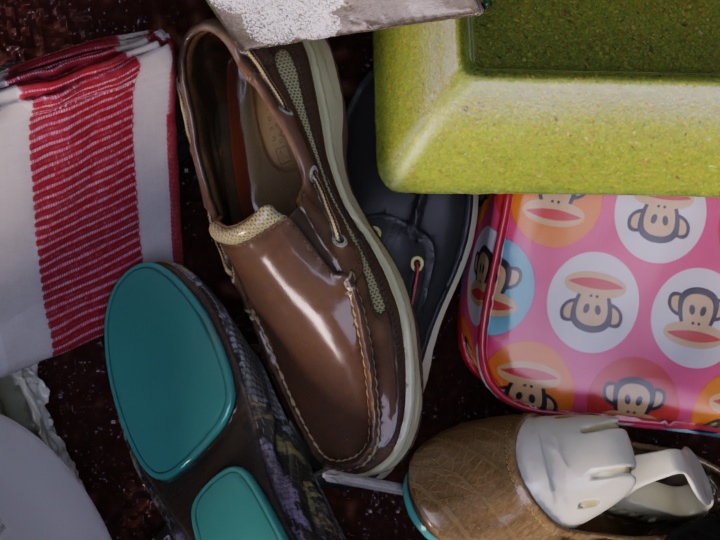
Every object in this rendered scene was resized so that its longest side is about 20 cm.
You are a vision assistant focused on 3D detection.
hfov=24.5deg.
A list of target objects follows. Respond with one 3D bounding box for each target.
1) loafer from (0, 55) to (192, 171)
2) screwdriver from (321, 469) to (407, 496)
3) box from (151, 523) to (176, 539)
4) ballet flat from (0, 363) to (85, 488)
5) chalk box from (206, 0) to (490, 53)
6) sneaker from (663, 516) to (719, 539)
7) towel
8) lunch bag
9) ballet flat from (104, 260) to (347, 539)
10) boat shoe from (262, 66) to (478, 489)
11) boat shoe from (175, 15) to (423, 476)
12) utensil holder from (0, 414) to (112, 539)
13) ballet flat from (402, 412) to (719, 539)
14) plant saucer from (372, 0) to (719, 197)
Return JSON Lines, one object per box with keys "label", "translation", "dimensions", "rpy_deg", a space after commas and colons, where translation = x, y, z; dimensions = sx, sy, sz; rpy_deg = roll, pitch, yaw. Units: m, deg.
{"label": "loafer", "translation": [-0.144, -0.055, 0.706], "dimensions": [0.199, 0.072, 0.073], "rpy_deg": [-24, 75, -30]}
{"label": "screwdriver", "translation": [0.045, 0.101, 0.727], "dimensions": [0.029, 0.199, 0.028], "rpy_deg": [-3, 76, 30]}
{"label": "box", "translation": [-0.125, 0.218, 0.768], "dimensions": [0.075, 0.050, 0.200], "rpy_deg": [41, 90, -28]}
{"label": "ballet flat", "translation": [-0.171, 0.079, 0.751], "dimensions": [0.071, 0.072, 0.202], "rpy_deg": [-17, 98, -3]}
{"label": "chalk box", "translation": [-0.026, -0.202, 0.615], "dimensions": [0.201, 0.123, 0.125], "rpy_deg": [56, 45, -37]}
{"label": "sneaker", "translation": [0.192, 0.182, 0.765], "dimensions": [0.198, 0.083, 0.122], "rpy_deg": [10, 102, -40]}
{"label": "towel", "translation": [-0.157, -0.008, 0.671], "dimensions": [0.199, 0.023, 0.145], "rpy_deg": [-24, 135, -30]}
{"label": "lunch bag", "translation": [0.150, -0.015, 0.764], "dimensions": [0.197, 0.082, 0.179], "rpy_deg": [10, 94, -6]}
{"label": "ballet flat", "translation": [-0.051, 0.085, 0.687], "dimensions": [0.071, 0.072, 0.201], "rpy_deg": [-26, 56, -2]}
{"label": "boat shoe", "translation": [0.002, 0.001, 0.751], "dimensions": [0.073, 0.063, 0.204], "rpy_deg": [15, 95, 30]}
{"label": "boat shoe", "translation": [-0.035, -0.011, 0.692], "dimensions": [0.074, 0.075, 0.205], "rpy_deg": [-25, 77, 31]}
{"label": "utensil holder", "translation": [-0.212, 0.166, 0.671], "dimensions": [0.198, 0.170, 0.171], "rpy_deg": [-25, 98, 21]}
{"label": "ballet flat", "translation": [0.105, 0.095, 0.728], "dimensions": [0.072, 0.199, 0.069], "rpy_deg": [-29, 58, 35]}
{"label": "plant saucer", "translation": [0.104, -0.134, 0.722], "dimensions": [0.197, 0.048, 0.202], "rpy_deg": [0, 69, -6]}
